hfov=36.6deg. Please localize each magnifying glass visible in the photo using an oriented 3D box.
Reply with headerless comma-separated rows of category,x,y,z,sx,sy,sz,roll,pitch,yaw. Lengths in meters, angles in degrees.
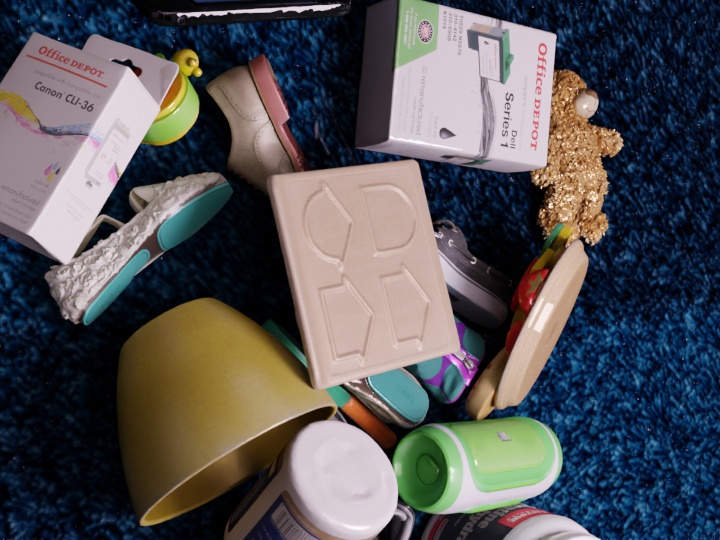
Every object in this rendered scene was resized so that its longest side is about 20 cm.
magnifying glass,-0.029,0.115,1.081,0.022,0.080,0.200,-44,122,-3

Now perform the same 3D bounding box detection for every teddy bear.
teddy bear,0.241,-0.124,1.219,0.143,0.066,0.204,10,86,-30

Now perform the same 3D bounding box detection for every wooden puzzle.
wooden puzzle,0.000,0.000,0.993,0.198,0.046,0.189,-10,86,-44

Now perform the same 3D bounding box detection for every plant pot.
plant pot,-0.139,0.112,0.968,0.198,0.200,0.143,-26,75,-25

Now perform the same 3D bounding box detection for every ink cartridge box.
ink cartridge box,-0.253,-0.122,0.922,0.202,0.115,0.068,-62,156,-14
ink cartridge box,0.101,-0.189,1.134,0.197,0.084,0.149,5,89,-27

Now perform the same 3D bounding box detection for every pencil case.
pencil case,0.042,0.042,1.101,0.200,0.092,0.086,43,72,-21

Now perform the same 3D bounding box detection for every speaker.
speaker,0.120,0.192,1.087,0.198,0.087,0.090,5,88,-48

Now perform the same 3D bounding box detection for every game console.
game console,-0.123,-0.310,1.001,0.197,0.176,0.118,-10,124,-27

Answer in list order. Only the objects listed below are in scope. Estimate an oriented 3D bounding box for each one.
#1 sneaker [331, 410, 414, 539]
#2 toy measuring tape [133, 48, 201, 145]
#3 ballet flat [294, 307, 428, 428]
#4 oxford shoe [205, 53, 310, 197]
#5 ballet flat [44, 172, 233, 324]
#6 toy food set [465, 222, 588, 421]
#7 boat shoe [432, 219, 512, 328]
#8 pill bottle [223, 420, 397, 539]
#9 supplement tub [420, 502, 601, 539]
sneaker,-0.007,0.209,1.063,0.075,0.113,0.203,-28,103,-25
toy measuring tape,-0.202,-0.121,0.976,0.073,0.073,0.201,42,69,-22
ballet flat,-0.011,0.091,1.069,0.200,0.062,0.068,49,57,-26
oxford shoe,-0.089,-0.102,1.056,0.074,0.071,0.203,-19,102,1
ballet flat,-0.204,-0.037,0.988,0.200,0.071,0.072,-44,109,-22
toy food set,0.180,0.055,1.136,0.198,0.048,0.203,-44,154,-49
boat shoe,0.090,-0.015,1.141,0.199,0.070,0.067,35,67,-24
pill bottle,-0.058,0.234,0.986,0.109,0.201,0.112,21,41,-20
supplement tub,0.160,0.310,1.105,0.138,0.199,0.143,0,90,-28
